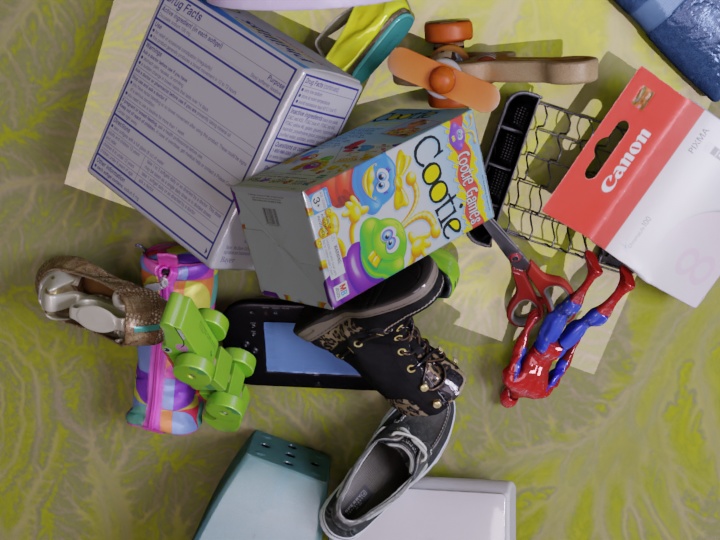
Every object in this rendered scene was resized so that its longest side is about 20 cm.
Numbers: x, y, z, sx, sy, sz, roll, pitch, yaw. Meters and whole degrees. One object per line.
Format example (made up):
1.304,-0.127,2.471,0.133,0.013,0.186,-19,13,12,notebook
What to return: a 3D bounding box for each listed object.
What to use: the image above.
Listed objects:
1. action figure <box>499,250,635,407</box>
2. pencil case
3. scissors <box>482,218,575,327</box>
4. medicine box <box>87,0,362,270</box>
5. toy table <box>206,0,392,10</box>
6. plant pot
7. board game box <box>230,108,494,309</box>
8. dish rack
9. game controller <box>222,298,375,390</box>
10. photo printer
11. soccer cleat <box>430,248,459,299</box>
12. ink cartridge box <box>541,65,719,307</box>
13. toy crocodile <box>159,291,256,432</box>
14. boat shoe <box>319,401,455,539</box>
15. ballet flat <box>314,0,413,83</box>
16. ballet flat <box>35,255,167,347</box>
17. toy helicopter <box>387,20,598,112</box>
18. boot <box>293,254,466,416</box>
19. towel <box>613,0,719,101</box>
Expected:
0.195,0.068,1.092,0.065,0.052,0.201,19,123,-20,action figure
-0.194,0.069,1.117,0.087,0.088,0.202,7,106,2,pencil case
0.161,-0.010,1.062,0.073,0.014,0.201,-12,134,14,scissors
-0.128,-0.130,1.010,0.182,0.103,0.201,36,107,27,medicine box
-0.043,-0.304,0.970,0.198,0.184,0.118,-15,119,-24,toy table
-0.106,0.283,1.146,0.140,0.141,0.202,20,97,-2,plant pot
0.006,-0.059,0.946,0.199,0.104,0.104,-29,114,-34,board game box
0.214,-0.079,1.066,0.198,0.055,0.155,17,106,-1,dish rack
-0.043,0.076,1.120,0.198,0.042,0.105,2,131,3,game controller
0.062,0.298,1.142,0.198,0.069,0.168,0,90,18,photo printer
0.000,0.000,1.086,0.198,0.081,0.068,1,105,4,soccer cleat
0.291,-0.072,1.022,0.199,0.057,0.163,23,106,-36,ink cartridge box
-0.151,0.092,1.060,0.061,0.068,0.201,-1,146,18,toy crocodile
0.039,0.189,1.089,0.072,0.071,0.200,40,63,0,boat shoe
-0.029,-0.188,1.055,0.067,0.067,0.200,41,102,15,ballet flat
-0.271,0.029,1.075,0.199,0.065,0.071,11,104,34,ballet flat
0.114,-0.180,0.974,0.199,0.132,0.080,8,109,36,toy helicopter
0.043,0.064,1.024,0.150,0.073,0.199,42,141,-19,boot
0.306,-0.260,1.014,0.200,0.049,0.112,44,104,-8,towel
